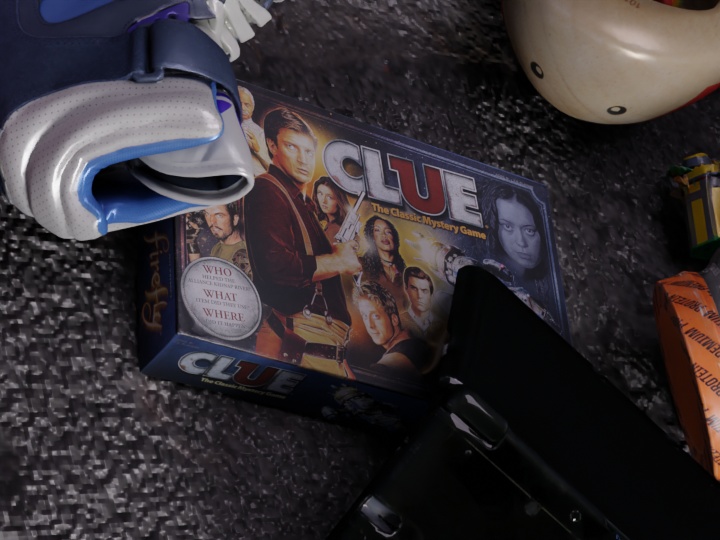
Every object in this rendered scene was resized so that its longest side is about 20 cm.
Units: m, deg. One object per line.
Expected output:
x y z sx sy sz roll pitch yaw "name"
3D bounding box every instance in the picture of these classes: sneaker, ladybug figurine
-0.059 -0.086 0.810 0.199 0.081 0.147 -30 58 -17 "sneaker"
0.131 -0.129 1.038 0.135 0.072 0.200 28 32 9 "ladybug figurine"

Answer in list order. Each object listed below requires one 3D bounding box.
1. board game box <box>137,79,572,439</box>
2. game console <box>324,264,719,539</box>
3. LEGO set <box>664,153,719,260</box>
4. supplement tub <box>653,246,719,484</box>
0.000 0.000 0.883 0.199 0.035 0.137 16 51 -30 "board game box"
0.076 0.127 0.833 0.200 0.116 0.176 41 82 -13 "game console"
0.251 -0.072 1.051 0.198 0.153 0.117 4 71 -31 "LEGO set"
0.239 0.026 0.935 0.198 0.123 0.124 -16 63 0 "supplement tub"
